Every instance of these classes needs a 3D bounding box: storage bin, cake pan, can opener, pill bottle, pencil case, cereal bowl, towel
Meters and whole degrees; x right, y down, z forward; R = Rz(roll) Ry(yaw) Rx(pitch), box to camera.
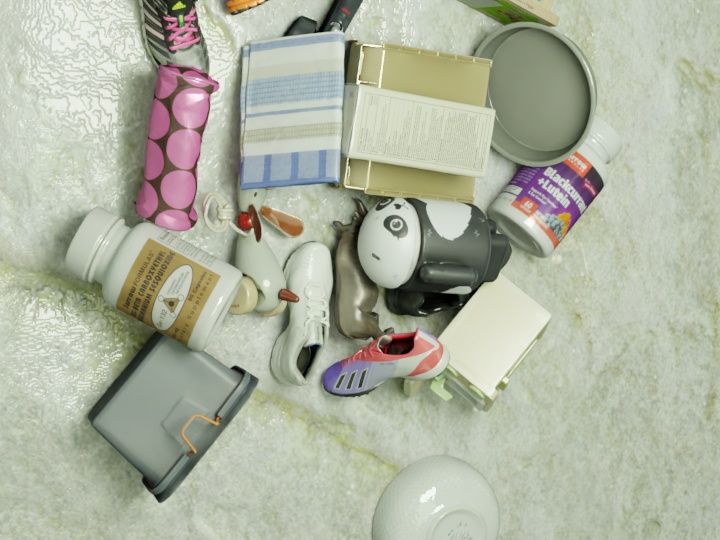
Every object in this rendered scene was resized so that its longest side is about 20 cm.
[{"bbox_3d":[-0.247,0.173,1.607,0.134,0.145,0.200,40,81,-14],"label":"storage bin"},{"bbox_3d":[0.240,-0.244,1.733,0.037,0.199,0.202,-29,112,-48],"label":"cake pan"},{"bbox_3d":[0.064,-0.198,1.703,0.197,0.094,0.202,5,97,-24],"label":"storage bin"},{"bbox_3d":[-0.030,-0.335,1.652,0.078,0.063,0.201,37,83,-25],"label":"can opener"},{"bbox_3d":[0.284,-0.126,1.805,0.111,0.111,0.200,43,80,-24],"label":"pill bottle"},{"bbox_3d":[-0.225,-0.155,1.557,0.094,0.090,0.201,-31,139,-63],"label":"pencil case"},{"bbox_3d":[0.121,0.376,1.833,0.199,0.083,0.202,-4,99,-24],"label":"cereal bowl"},{"bbox_3d":[-0.087,-0.202,1.591,0.024,0.146,0.202,25,64,-64],"label":"towel"},{"bbox_3d":[-0.256,0.006,1.550,0.199,0.114,0.115,28,87,0],"label":"pill bottle"}]

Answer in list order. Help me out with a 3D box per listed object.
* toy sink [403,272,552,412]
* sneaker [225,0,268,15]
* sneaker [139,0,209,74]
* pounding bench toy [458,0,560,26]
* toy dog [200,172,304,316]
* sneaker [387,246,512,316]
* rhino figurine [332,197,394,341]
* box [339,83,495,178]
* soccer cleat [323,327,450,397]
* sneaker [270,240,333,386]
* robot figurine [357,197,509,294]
[{"bbox_3d":[0.165,0.122,1.761,0.112,0.130,0.200,39,79,11],"label":"toy sink"},{"bbox_3d":[-0.096,-0.403,1.606,0.199,0.075,0.079,-34,108,-18],"label":"sneaker"},{"bbox_3d":[-0.230,-0.318,1.549,0.073,0.087,0.201,-21,107,-20],"label":"sneaker"},{"bbox_3d":[0.184,-0.441,1.698,0.199,0.124,0.157,21,90,-26],"label":"pounding bench toy"},{"bbox_3d":[-0.121,-0.028,1.634,0.132,0.096,0.201,-38,123,-53],"label":"toy dog"},{"bbox_3d":[0.139,0.016,1.774,0.199,0.091,0.076,-31,114,-18],"label":"sneaker"},{"bbox_3d":[0.000,0.000,1.715,0.087,0.060,0.202,2,84,-43],"label":"rhino figurine"},{"bbox_3d":[0.064,-0.178,1.611,0.199,0.078,0.096,8,96,-25],"label":"box"},{"bbox_3d":[0.022,0.119,1.694,0.073,0.199,0.069,48,43,-35],"label":"soccer cleat"},{"bbox_3d":[-0.065,0.061,1.691,0.074,0.087,0.202,4,96,-24],"label":"sneaker"},{"bbox_3d":[0.094,-0.034,1.664,0.199,0.150,0.126,4,81,-23],"label":"robot figurine"}]
